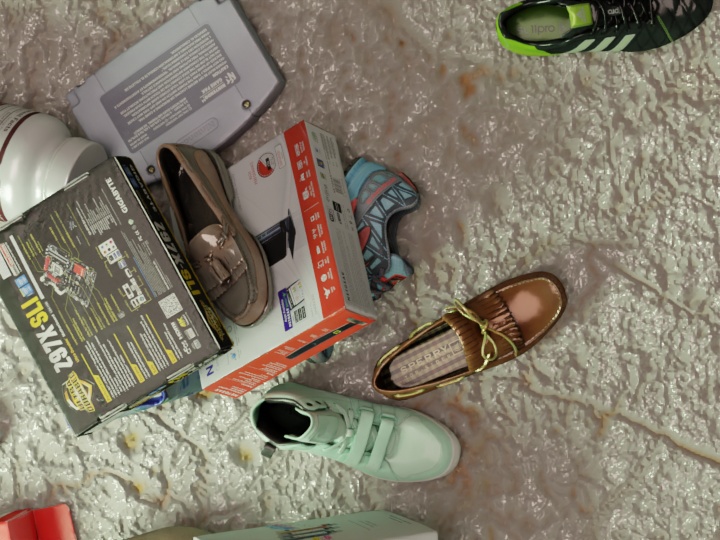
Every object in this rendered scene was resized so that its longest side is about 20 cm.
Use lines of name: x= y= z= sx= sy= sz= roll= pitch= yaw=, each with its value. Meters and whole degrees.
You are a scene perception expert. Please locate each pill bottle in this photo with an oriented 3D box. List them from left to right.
pill bottle: x=-0.353 y=-0.107 z=1.773 sx=0.199 sy=0.113 sz=0.114 roll=16 pitch=97 yaw=18

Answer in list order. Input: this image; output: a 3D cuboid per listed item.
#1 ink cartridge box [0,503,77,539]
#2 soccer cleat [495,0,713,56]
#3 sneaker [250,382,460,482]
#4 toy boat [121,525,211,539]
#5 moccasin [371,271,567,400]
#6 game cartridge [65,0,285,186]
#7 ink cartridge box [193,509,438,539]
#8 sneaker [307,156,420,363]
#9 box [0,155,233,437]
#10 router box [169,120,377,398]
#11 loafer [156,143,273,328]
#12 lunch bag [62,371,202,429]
ink cartridge box: x=-0.384 y=0.312 z=1.837 sx=0.198 sy=0.067 sz=0.117 roll=-13 pitch=90 yaw=14
soccer cleat: x=0.219 y=-0.229 z=1.645 sx=0.198 sy=0.081 sz=0.068 roll=-8 pitch=92 yaw=14
sneaker: x=-0.010 y=0.160 z=1.708 sx=0.199 sy=0.118 sz=0.074 roll=14 pitch=95 yaw=12
toy boat: x=-0.207 y=0.338 z=1.773 sx=0.198 sy=0.131 sz=0.131 roll=-15 pitch=56 yaw=-9
moccasin: x=0.100 y=0.061 z=1.695 sx=0.200 sy=0.078 sz=0.074 roll=-22 pitch=88 yaw=14
game cartridge: x=-0.177 y=-0.169 z=1.773 sx=0.199 sy=0.042 sz=0.134 roll=-32 pitch=90 yaw=14
ink cartridge box: x=-0.040 y=0.312 z=1.669 sx=0.198 sy=0.144 sz=0.147 roll=-6 pitch=94 yaw=-20
sneaker: x=0.000 y=0.000 z=1.717 sx=0.095 sy=0.079 sz=0.201 roll=20 pitch=98 yaw=10
box: x=-0.229 y=0.022 z=1.618 sx=0.159 sy=0.049 sz=0.201 roll=-31 pitch=86 yaw=12
router box: x=-0.084 y=-0.008 z=1.688 sx=0.179 sy=0.049 sz=0.201 roll=-30 pitch=58 yaw=29
loafer: x=-0.142 y=-0.034 z=1.668 sx=0.072 sy=0.063 sz=0.201 roll=-40 pitch=54 yaw=24
lunch bag: x=-0.228 y=0.035 z=1.728 sx=0.127 sy=0.170 sz=0.201 roll=-18 pitch=87 yaw=10
